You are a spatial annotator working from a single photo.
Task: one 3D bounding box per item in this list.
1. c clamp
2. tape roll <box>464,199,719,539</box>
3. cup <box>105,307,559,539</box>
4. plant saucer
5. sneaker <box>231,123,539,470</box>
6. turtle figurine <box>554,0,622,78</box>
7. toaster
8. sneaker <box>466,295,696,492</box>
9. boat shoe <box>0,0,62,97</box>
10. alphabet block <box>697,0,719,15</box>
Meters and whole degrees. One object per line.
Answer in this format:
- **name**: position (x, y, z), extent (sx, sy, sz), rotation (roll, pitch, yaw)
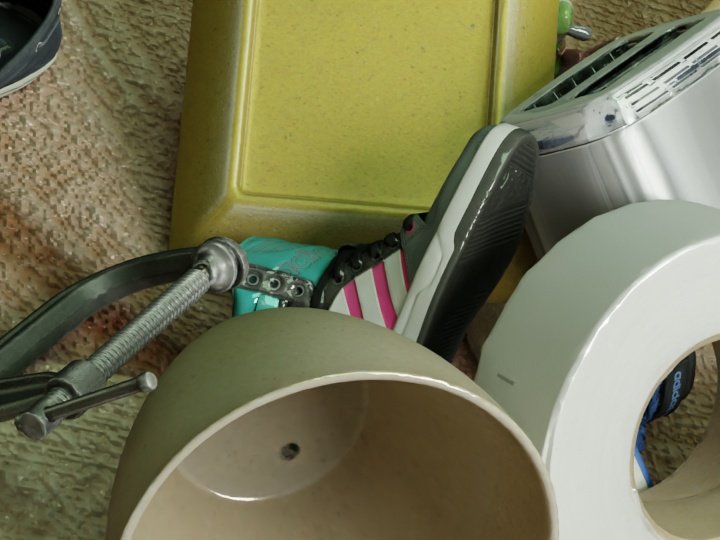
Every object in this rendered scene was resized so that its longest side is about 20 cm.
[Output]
- **c clamp**: position (-0.117, 0.032, 1.176), extent (0.027, 0.170, 0.200), rotation (64, 32, -15)
- **tape roll**: position (0.150, 0.070, 1.188), extent (0.202, 0.203, 0.071), rotation (0, 15, -32)
- **cup**: position (-0.027, 0.096, 1.132), extent (0.200, 0.201, 0.143), rotation (10, 25, -22)
- **plant saucer**: position (0.005, -0.091, 1.328), extent (0.199, 0.048, 0.201), rotation (4, 75, 0)
- **sneaker**: position (0.000, 0.000, 1.253), extent (0.121, 0.201, 0.084), rotation (30, 8, 22)
- **turtle figurine**: position (0.122, -0.076, 1.414), extent (0.200, 0.193, 0.145), rotation (25, 68, -63)
- **toaster**: position (0.153, -0.047, 1.291), extent (0.200, 0.113, 0.130), rotation (-35, 105, -39)
- **sneaker**: position (0.142, 0.072, 1.330), extent (0.111, 0.077, 0.200), rotation (-6, 43, -24)
- **boat shoe**: position (-0.224, -0.108, 1.317), extent (0.075, 0.062, 0.200), rotation (39, 41, 10)
- **alphabet block**: position (0.336, -0.128, 1.519), extent (0.196, 0.200, 0.195), rotation (46, 11, 20)
